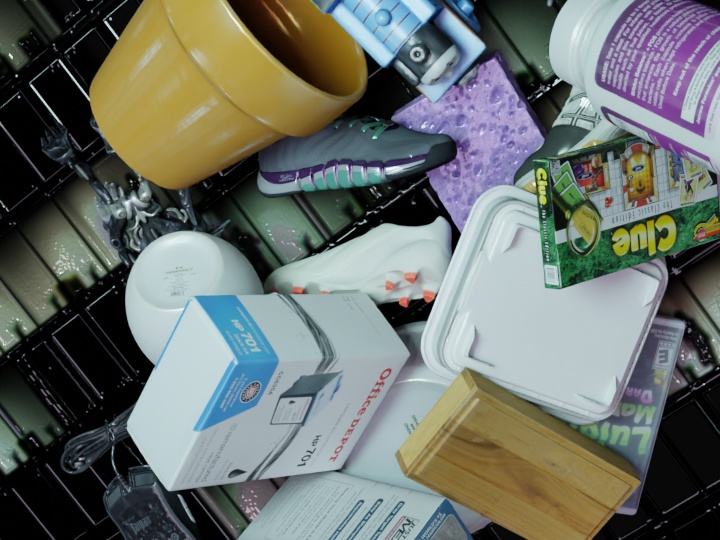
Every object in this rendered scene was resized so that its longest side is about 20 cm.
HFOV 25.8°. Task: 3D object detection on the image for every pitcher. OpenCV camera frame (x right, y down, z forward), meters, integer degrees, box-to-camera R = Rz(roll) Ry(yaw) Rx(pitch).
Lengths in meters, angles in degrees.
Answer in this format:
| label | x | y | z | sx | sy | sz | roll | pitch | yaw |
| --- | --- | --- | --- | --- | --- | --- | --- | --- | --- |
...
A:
| label | x | y | z | sx | sy | sz | roll | pitch | yaw |
| --- | --- | --- | --- | --- | --- | --- | --- | --- | --- |
| pitcher | -0.113 | 0.048 | 1.410 | 0.170 | 0.122 | 0.201 | -10 | 147 | 7 |

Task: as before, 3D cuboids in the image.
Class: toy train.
| label | x | y | z | sx | sy | sz | roll | pitch | yaw |
| --- | --- | --- | --- | --- | --- | --- | --- | --- | --- |
| toy train | 0.019 | -0.227 | 1.317 | 0.200 | 0.114 | 0.087 | 46 | 112 | 1 |

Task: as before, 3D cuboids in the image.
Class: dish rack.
| label | x | y | z | sx | sy | sz | roll | pitch | yaw |
| --- | --- | --- | --- | --- | --- | --- | --- | --- | --- |
| dish rack | 0.163 | 0.036 | 1.325 | 0.198 | 0.044 | 0.173 | 20 | 96 | -21 |

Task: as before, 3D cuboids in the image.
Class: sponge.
| label | x | y | z | sx | sy | sz | roll | pitch | yaw |
| --- | --- | --- | --- | --- | --- | --- | --- | --- | --- |
| sponge | 0.125 | -0.080 | 1.393 | 0.111 | 0.030 | 0.201 | -29 | 100 | 19 |

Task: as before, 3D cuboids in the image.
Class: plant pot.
| label | x | y | z | sx | sy | sz | roll | pitch | yaw |
| --- | --- | --- | --- | --- | --- | --- | --- | --- | --- |
| plant pot | -0.125 | -0.171 | 1.333 | 0.183 | 0.200 | 0.201 | -38 | 97 | 26 |

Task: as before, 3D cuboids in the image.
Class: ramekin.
| label | x | y | z | sx | sy | sz | roll | pitch | yaw |
| --- | --- | --- | --- | --- | --- | --- | --- | --- | --- |
| ramekin | 0.066 | 0.155 | 1.451 | 0.200 | 0.094 | 0.205 | 4 | 109 | 12 |

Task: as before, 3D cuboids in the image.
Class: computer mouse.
| label | x | y | z | sx | sy | sz | roll | pitch | yaw |
| --- | --- | --- | --- | --- | --- | --- | --- | --- | --- |
| computer mouse | -0.190 | 0.220 | 1.563 | 0.140 | 0.046 | 0.201 | -35 | 93 | 16 |

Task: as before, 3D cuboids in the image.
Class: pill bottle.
| label | x | y | z | sx | sy | sz | roll | pitch | yaw |
| --- | --- | --- | --- | --- | --- | --- | --- | --- | --- |
| pill bottle | 0.243 | -0.151 | 1.204 | 0.199 | 0.112 | 0.113 | 33 | 118 | 40 |

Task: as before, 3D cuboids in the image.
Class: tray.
| label | x | y | z | sx | sy | sz | roll | pitch | yaw |
| --- | --- | --- | --- | --- | --- | --- | --- | --- | --- |
| tray | 0.136 | 0.169 | 1.338 | 0.199 | 0.037 | 0.099 | 31 | 106 | -28 |

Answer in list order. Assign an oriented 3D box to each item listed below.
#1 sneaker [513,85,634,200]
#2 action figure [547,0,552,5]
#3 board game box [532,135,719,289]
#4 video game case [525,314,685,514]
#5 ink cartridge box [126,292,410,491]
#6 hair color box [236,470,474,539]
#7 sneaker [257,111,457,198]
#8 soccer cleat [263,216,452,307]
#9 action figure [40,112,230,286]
| label | x | y | z | sx | sy | sz | roll | pitch | yaw |
| --- | --- | --- | --- | --- | --- | --- | --- | --- | --- |
| sneaker | 0.200 | -0.139 | 1.334 | 0.200 | 0.076 | 0.088 | -40 | 68 | 11 |
| action figure | 0.204 | -0.295 | 1.257 | 0.118 | 0.103 | 0.200 | 8 | 154 | -17 |
| board game box | 0.223 | -0.057 | 1.299 | 0.023 | 0.199 | 0.106 | 11 | 112 | 51 |
| video game case | 0.178 | 0.116 | 1.383 | 0.198 | 0.023 | 0.184 | 10 | 99 | -22 |
| ink cartridge box | -0.077 | 0.099 | 1.338 | 0.086 | 0.199 | 0.147 | 51 | 124 | 35 |
| hair color box | -0.007 | 0.236 | 1.368 | 0.199 | 0.100 | 0.061 | 4 | 135 | 50 |
| sneaker | -0.012 | -0.118 | 1.376 | 0.198 | 0.074 | 0.089 | -6 | 98 | 29 |
| soccer cleat | 0.000 | 0.000 | 1.435 | 0.198 | 0.078 | 0.069 | -10 | 136 | 34 |
| action figure | -0.197 | -0.066 | 1.438 | 0.118 | 0.103 | 0.201 | -27 | 127 | 11 |
